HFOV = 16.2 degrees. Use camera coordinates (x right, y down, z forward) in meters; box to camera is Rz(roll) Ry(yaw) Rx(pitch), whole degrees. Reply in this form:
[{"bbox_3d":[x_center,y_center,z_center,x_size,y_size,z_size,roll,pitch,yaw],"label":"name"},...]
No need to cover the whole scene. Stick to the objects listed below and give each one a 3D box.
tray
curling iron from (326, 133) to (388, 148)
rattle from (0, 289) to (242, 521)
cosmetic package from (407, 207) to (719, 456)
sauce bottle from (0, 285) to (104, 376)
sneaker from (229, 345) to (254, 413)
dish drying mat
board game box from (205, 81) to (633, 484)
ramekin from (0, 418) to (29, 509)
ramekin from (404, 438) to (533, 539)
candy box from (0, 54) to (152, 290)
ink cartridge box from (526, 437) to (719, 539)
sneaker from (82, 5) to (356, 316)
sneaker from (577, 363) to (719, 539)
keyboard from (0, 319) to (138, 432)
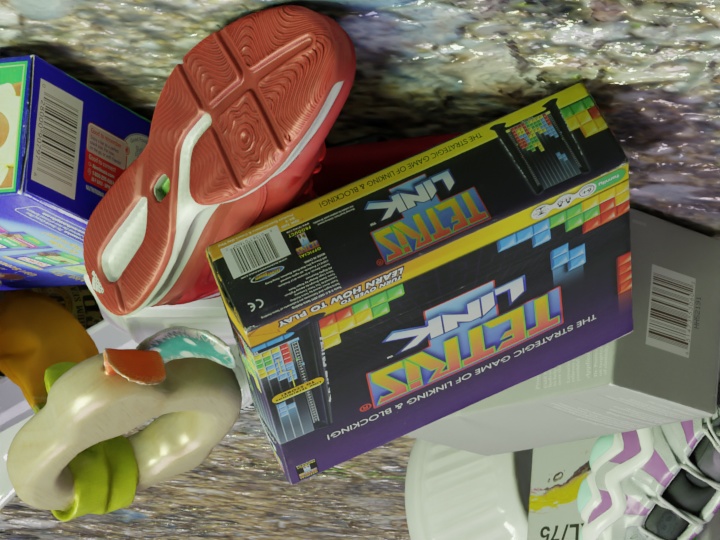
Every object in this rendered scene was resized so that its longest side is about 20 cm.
[{"bbox_3d":[-0.044,0.022,1.350,0.198,0.022,0.107,0,167,1],"label":"tray"},{"bbox_3d":[-0.063,-0.043,1.348,0.199,0.026,0.049,-11,177,37],"label":"curling iron"},{"bbox_3d":[-0.127,0.031,1.260,0.129,0.144,0.200,-7,155,-4],"label":"rattle"},{"bbox_3d":[0.109,0.039,1.444,0.090,0.108,0.199,16,162,-32],"label":"cosmetic package"},{"bbox_3d":[-0.183,0.030,1.478,0.199,0.065,0.064,-8,176,-41],"label":"sauce bottle"},{"bbox_3d":[-0.020,0.058,1.599,0.114,0.076,0.200,15,158,-23],"label":"sneaker"},{"bbox_3d":[0.022,-0.045,1.290,0.198,0.018,0.077,-5,154,10],"label":"dish drying mat"},{"bbox_3d":[0.035,0.011,1.239,0.199,0.057,0.166,-24,149,-6],"label":"board game box"},{"bbox_3d":[-0.311,0.111,1.689,0.200,0.098,0.201,-31,157,-14],"label":"ramekin"},{"bbox_3d":[0.135,0.158,1.703,0.201,0.204,0.094,15,151,-30],"label":"ramekin"},{"bbox_3d":[-0.207,-0.044,1.308,0.199,0.078,0.169,-4,164,26],"label":"candy box"},{"bbox_3d":[0.204,0.137,1.578,0.146,0.202,0.145,-11,157,42],"label":"ink cartridge box"},{"bbox_3d":[-0.042,-0.055,1.213,0.115,0.079,0.200,-4,152,-45],"label":"sneaker"},{"bbox_3d":[0.200,0.100,1.414,0.077,0.202,0.140,20,175,-28],"label":"sneaker"},{"bbox_3d":[-0.167,0.054,1.454,0.199,0.011,0.056,-29,154,23],"label":"keyboard"}]
